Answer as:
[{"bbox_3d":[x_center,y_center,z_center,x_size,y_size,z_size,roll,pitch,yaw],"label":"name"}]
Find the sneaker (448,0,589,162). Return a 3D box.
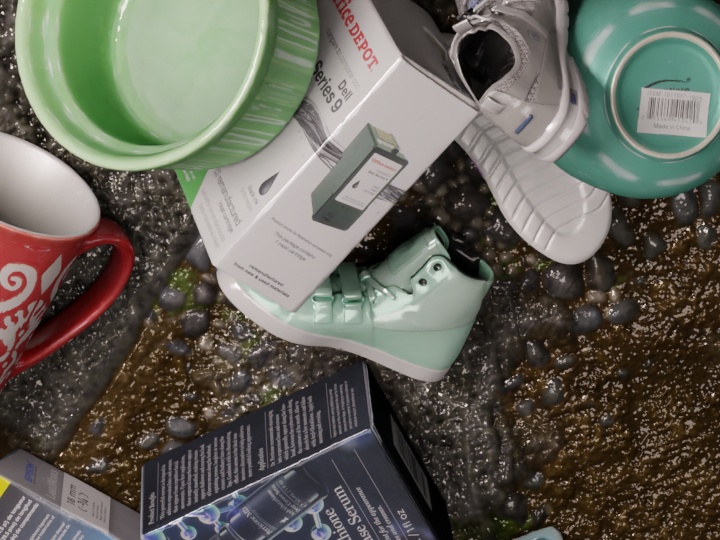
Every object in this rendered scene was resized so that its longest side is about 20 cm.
[{"bbox_3d":[0.096,-0.162,1.614,0.082,0.200,0.075,24,119,-32],"label":"sneaker"}]

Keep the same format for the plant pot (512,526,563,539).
[{"bbox_3d":[0.115,0.365,1.882,0.195,0.197,0.201,-22,123,6],"label":"plant pot"}]

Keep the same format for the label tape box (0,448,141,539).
[{"bbox_3d":[-0.273,0.218,1.847,0.200,0.063,0.144,31,110,-17],"label":"label tape box"}]

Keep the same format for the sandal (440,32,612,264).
[{"bbox_3d":[0.110,-0.094,1.736,0.082,0.050,0.203,-40,102,-2],"label":"sandal"}]

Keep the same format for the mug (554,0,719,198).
[{"bbox_3d":[0.210,-0.137,1.664,0.185,0.114,0.152,-42,104,-2],"label":"mug"}]

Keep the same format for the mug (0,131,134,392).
[{"bbox_3d":[-0.267,0.024,1.721,0.177,0.134,0.201,23,115,-12],"label":"mug"}]

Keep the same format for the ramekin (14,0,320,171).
[{"bbox_3d":[-0.125,-0.161,1.609,0.199,0.098,0.201,-3,84,27],"label":"ramekin"}]

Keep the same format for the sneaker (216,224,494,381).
[{"bbox_3d":[0.000,0.000,1.754,0.200,0.074,0.118,18,120,-23],"label":"sneaker"}]

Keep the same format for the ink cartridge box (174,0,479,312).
[{"bbox_3d":[-0.028,-0.096,1.661,0.084,0.146,0.200,31,110,-35],"label":"ink cartridge box"}]

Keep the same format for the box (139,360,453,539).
[{"bbox_3d":[-0.049,0.189,1.825,0.199,0.107,0.149,-26,115,9],"label":"box"}]
